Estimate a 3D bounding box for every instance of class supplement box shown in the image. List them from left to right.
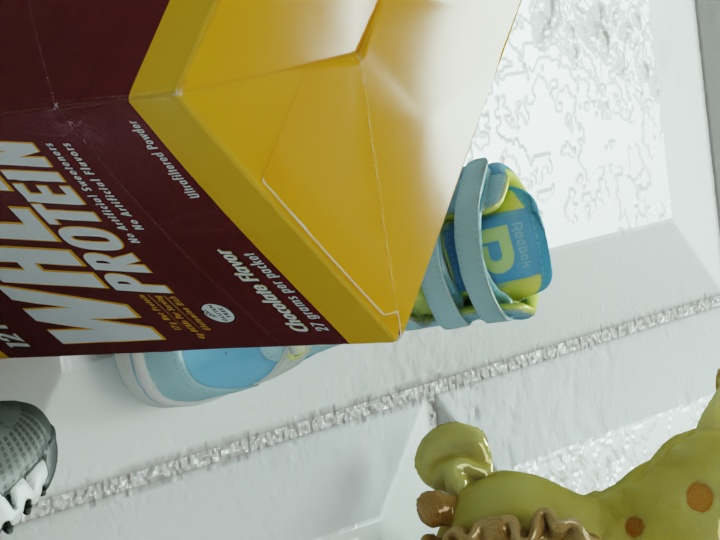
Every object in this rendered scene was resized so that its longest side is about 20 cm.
[{"bbox_3d":[-0.069,-0.088,0.903,0.133,0.199,0.198,47,52,-40],"label":"supplement box"}]

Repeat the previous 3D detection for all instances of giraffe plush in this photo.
[{"bbox_3d":[0.103,0.142,1.157,0.173,0.161,0.201,-102,-170,-52],"label":"giraffe plush"}]

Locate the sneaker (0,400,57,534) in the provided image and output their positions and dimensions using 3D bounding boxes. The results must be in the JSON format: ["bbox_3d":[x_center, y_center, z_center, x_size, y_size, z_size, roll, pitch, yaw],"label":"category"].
[{"bbox_3d":[-0.176,0.061,0.861,0.199,0.066,0.091,-22,107,-49],"label":"sneaker"}]

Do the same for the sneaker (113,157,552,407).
[{"bbox_3d":[0.000,0.000,1.046,0.200,0.130,0.080,-31,113,-49],"label":"sneaker"}]
